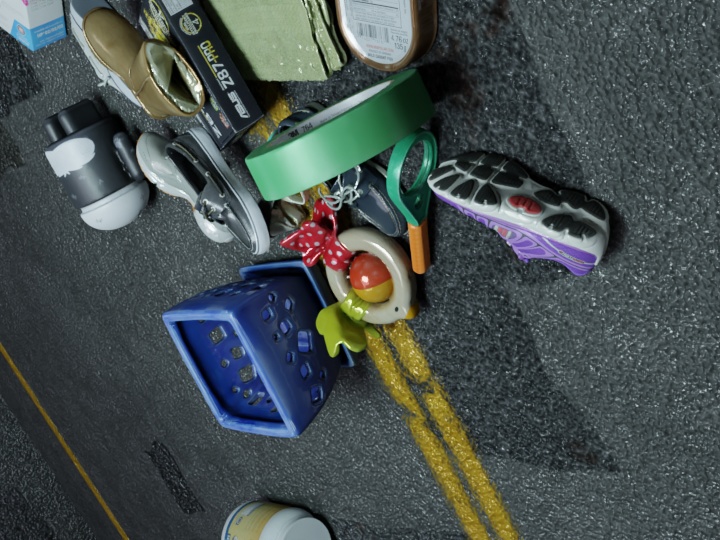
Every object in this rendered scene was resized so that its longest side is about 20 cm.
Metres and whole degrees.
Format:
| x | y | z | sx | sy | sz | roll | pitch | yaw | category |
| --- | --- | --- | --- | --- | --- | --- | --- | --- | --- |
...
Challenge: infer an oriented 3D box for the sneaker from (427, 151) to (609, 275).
| x | y | z | sx | sy | sz | roll | pitch | yaw | category |
| --- | --- | --- | --- | --- | --- | --- | --- | --- | --- |
| 0.152 | -0.051 | 0.860 | 0.198 | 0.081 | 0.084 | 31 | 145 | 26 | sneaker |

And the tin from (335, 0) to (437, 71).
| x | y | z | sx | sy | sz | roll | pitch | yaw | category |
| --- | --- | --- | --- | --- | --- | --- | --- | --- | --- |
| 0.021 | -0.295 | 0.834 | 0.111 | 0.042 | 0.203 | 18 | 132 | 32 | tin |

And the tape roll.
| x | y | z | sx | sy | sz | roll | pitch | yaw | category |
| --- | --- | --- | --- | --- | --- | --- | --- | --- | --- |
| -0.021 | -0.140 | 0.868 | 0.199 | 0.200 | 0.049 | -9 | 113 | 50 | tape roll |

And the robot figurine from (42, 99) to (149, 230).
| x | y | z | sx | sy | sz | roll | pitch | yaw | category |
| --- | --- | --- | --- | --- | --- | --- | --- | --- | --- |
| -0.419 | -0.165 | 1.353 | 0.202 | 0.124 | 0.150 | 64 | 166 | -16 | robot figurine |

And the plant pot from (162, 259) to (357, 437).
| x | y | z | sx | sy | sz | roll | pitch | yaw | category |
| --- | --- | --- | --- | --- | --- | --- | --- | --- | --- |
| -0.130 | 0.097 | 1.202 | 0.198 | 0.179 | 0.202 | -7 | 115 | 49 | plant pot |

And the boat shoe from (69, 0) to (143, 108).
| x | y | z | sx | sy | sz | roll | pitch | yaw | category |
| --- | --- | --- | --- | --- | --- | --- | --- | --- | --- |
| -0.352 | -0.294 | 1.211 | 0.203 | 0.074 | 0.086 | 49 | 143 | 8 | boat shoe |

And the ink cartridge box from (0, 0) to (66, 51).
| x | y | z | sx | sy | sz | roll | pitch | yaw | category |
| --- | --- | --- | --- | --- | --- | --- | --- | --- | --- |
| -0.506 | -0.448 | 1.256 | 0.115 | 0.068 | 0.202 | 36 | 141 | 21 | ink cartridge box |

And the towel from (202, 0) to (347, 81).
| x | y | z | sx | sy | sz | roll | pitch | yaw | category |
| --- | --- | --- | --- | --- | --- | --- | --- | --- | --- |
| -0.106 | -0.289 | 0.977 | 0.198 | 0.036 | 0.150 | 9 | 127 | 43 | towel |

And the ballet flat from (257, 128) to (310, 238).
| x | y | z | sx | sy | sz | roll | pitch | yaw | category |
| --- | --- | --- | --- | --- | --- | --- | --- | --- | --- |
| -0.104 | -0.093 | 1.115 | 0.068 | 0.068 | 0.201 | 32 | 141 | 11 | ballet flat |

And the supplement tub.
| x | y | z | sx | sy | sz | roll | pitch | yaw | category |
| --- | --- | --- | --- | --- | --- | --- | --- | --- | --- |
| -0.160 | 0.521 | 1.615 | 0.198 | 0.144 | 0.146 | -9 | 113 | 50 | supplement tub |

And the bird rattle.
| x | y | z | sx | sy | sz | roll | pitch | yaw | category |
| --- | --- | --- | --- | --- | --- | --- | --- | --- | --- |
| 0.000 | 0.000 | 1.083 | 0.161 | 0.112 | 0.204 | -4 | 104 | 36 | bird rattle |

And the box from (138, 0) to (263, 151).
| x | y | z | sx | sy | sz | roll | pitch | yaw | category |
| --- | --- | --- | --- | --- | --- | --- | --- | --- | --- |
| -0.202 | -0.256 | 1.060 | 0.202 | 0.049 | 0.161 | 60 | 166 | -9 | box |

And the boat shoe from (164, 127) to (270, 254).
| x | y | z | sx | sy | sz | roll | pitch | yaw | category |
| --- | --- | --- | --- | --- | --- | --- | --- | --- | --- |
| -0.191 | -0.098 | 1.107 | 0.202 | 0.066 | 0.070 | 58 | 152 | 12 | boat shoe |

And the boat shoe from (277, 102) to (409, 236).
| x | y | z | sx | sy | sz | roll | pitch | yaw | category |
| --- | --- | --- | --- | --- | --- | --- | --- | --- | --- |
| -0.018 | -0.112 | 1.005 | 0.201 | 0.062 | 0.075 | 51 | 142 | 2 | boat shoe |

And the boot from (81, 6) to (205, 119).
| x | y | z | sx | sy | sz | roll | pitch | yaw | category |
| --- | --- | --- | --- | --- | --- | --- | --- | --- | --- |
| -0.270 | -0.265 | 1.054 | 0.176 | 0.066 | 0.200 | 49 | 169 | -19 | boot |

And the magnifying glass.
| x | y | z | sx | sy | sz | roll | pitch | yaw | category |
| --- | --- | --- | --- | --- | --- | --- | --- | --- | --- |
| 0.063 | -0.072 | 0.951 | 0.022 | 0.080 | 0.202 | 24 | 146 | 26 | magnifying glass |

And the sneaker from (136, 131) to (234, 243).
| x | y | z | sx | sy | sz | roll | pitch | yaw | category |
| --- | --- | --- | --- | --- | --- | --- | --- | --- | --- |
| -0.236 | -0.139 | 1.225 | 0.200 | 0.076 | 0.092 | 43 | 136 | 0 | sneaker |
